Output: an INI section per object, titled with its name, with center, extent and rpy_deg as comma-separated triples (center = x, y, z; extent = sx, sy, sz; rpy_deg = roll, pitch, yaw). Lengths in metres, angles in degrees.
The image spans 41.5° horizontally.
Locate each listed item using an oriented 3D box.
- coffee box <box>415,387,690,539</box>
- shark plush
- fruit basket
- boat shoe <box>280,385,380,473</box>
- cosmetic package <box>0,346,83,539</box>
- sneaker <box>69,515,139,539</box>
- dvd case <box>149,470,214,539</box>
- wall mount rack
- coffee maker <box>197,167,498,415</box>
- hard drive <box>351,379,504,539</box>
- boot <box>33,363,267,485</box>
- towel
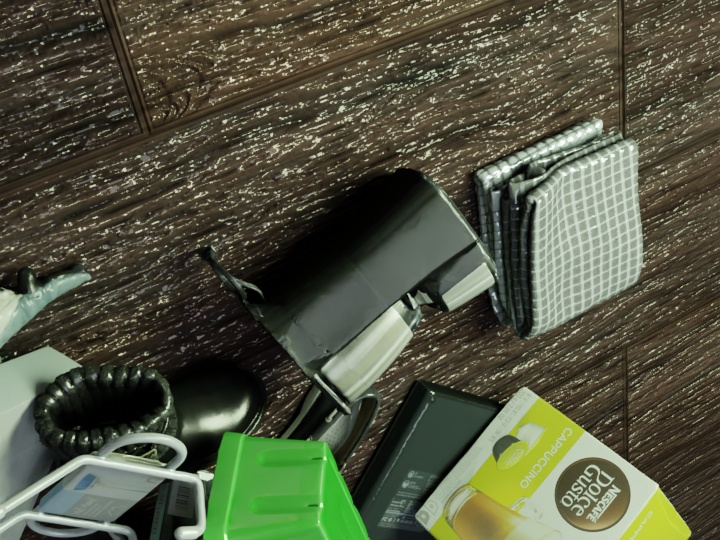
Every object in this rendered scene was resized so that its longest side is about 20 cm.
[coffee box]
center = 0.226, 0.293, 1.093
extent = 0.200, 0.198, 0.200
rpy_deg = -49, 141, -5
[shark plush]
center = -0.311, 0.055, 0.762
extent = 0.200, 0.091, 0.083
rpy_deg = -51, 154, -25
[fruit basket]
center = -0.101, 0.258, 0.816
extent = 0.215, 0.156, 0.216
rpy_deg = 1, 124, 2
[boat shoe]
center = -0.044, 0.192, 0.984
extent = 0.074, 0.060, 0.200
rpy_deg = 25, 101, -41
[cosmetic package]
center = -0.308, 0.170, 0.755
extent = 0.200, 0.052, 0.151
rpy_deg = -64, 172, 14
[sneaker]
center = -0.227, 0.293, 0.871
extent = 0.088, 0.076, 0.200
rpy_deg = -35, 96, -14
[dvd case]
center = -0.109, 0.273, 0.901
extent = 0.200, 0.022, 0.146
rpy_deg = 22, 66, -37
[wall mount rack]
center = -0.222, 0.189, 0.719
extent = 0.174, 0.075, 0.200
rpy_deg = 18, 136, -34
[coffee maker]
center = 0.000, 0.000, 0.858
extent = 0.200, 0.135, 0.192
rpy_deg = -42, 129, -6
[hard drive]
center = 0.075, 0.228, 1.097
extent = 0.139, 0.033, 0.200
rpy_deg = 20, 104, -38
[boot]
center = -0.166, 0.118, 0.805
extent = 0.211, 0.079, 0.158
rpy_deg = -28, 154, -28
[towel]
center = 0.217, -0.041, 1.003
extent = 0.165, 0.086, 0.200
rpy_deg = -25, 126, -20
